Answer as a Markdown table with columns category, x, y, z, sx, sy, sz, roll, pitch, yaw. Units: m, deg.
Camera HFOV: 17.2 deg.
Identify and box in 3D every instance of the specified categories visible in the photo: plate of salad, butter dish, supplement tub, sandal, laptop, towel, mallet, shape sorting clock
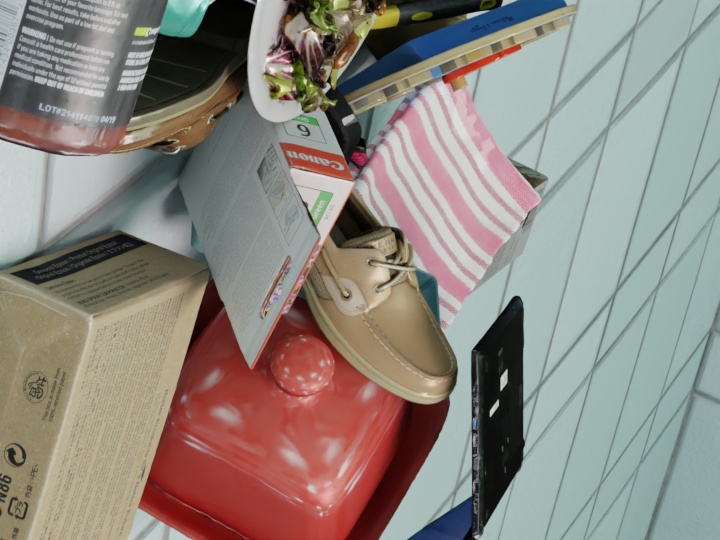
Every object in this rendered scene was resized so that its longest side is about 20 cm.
| category | x | y | z | sx | sy | sz | roll | pitch | yaw |
| --- | --- | --- | --- | --- | --- | --- | --- | --- | --- |
| plate of salad | -0.007 | -0.178 | 1.429 | 0.200 | 0.048 | 0.200 | -55 | 160 | -31 |
| butter dish | -0.050 | 0.090 | 1.608 | 0.200 | 0.200 | 0.148 | -58 | 175 | -28 |
| supplement tub | -0.142 | -0.165 | 1.189 | 0.107 | 0.107 | 0.200 | -18 | 129 | -68 |
| sandal | -0.019 | -0.096 | 1.629 | 0.045 | 0.075 | 0.200 | -36 | 176 | -15 |
| laptop | 0.051 | 0.130 | 1.644 | 0.177 | 0.103 | 0.200 | -43 | 134 | -73 |
| towel | 0.052 | -0.043 | 1.802 | 0.146 | 0.030 | 0.200 | 55 | 53 | -25 |
| mallet | 0.015 | -0.167 | 1.647 | 0.200 | 0.041 | 0.066 | -7 | 127 | -38 |
| shape sorting clock | 0.064 | -0.148 | 1.712 | 0.200 | 0.039 | 0.200 | -24 | 179 | -1 |

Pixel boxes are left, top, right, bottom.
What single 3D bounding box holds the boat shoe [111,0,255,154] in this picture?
| category | x | y | z | sx | sy | sz | roll | pitch | yaw |
| --- | --- | --- | --- | --- | --- | --- | --- | --- | --- |
| boat shoe | -0.112 | -0.101 | 1.422 | 0.200 | 0.072 | 0.068 | -41 | 149 | -55 |

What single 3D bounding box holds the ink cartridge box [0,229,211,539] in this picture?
| category | x | y | z | sx | sy | sz | roll | pitch | yaw |
| --- | --- | --- | --- | --- | --- | --- | --- | --- | --- |
| ink cartridge box | -0.181 | 0.088 | 1.457 | 0.165 | 0.075 | 0.200 | -26 | 136 | -67 |

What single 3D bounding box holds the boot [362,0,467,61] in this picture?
| category | x | y | z | sx | sy | sz | roll | pitch | yaw |
| --- | --- | --- | --- | --- | --- | --- | --- | --- | --- |
| boot | 0.044 | -0.230 | 1.757 | 0.175 | 0.066 | 0.200 | -56 | 164 | 8 |

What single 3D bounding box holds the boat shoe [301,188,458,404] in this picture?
| category | x | y | z | sx | sy | sz | roll | pitch | yaw |
| --- | --- | --- | --- | --- | --- | --- | --- | --- | --- |
| boat shoe | 0.000 | 0.000 | 1.572 | 0.071 | 0.200 | 0.065 | -31 | 167 | -50 |

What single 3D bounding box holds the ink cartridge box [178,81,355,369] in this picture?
| category | x | y | z | sx | sy | sz | roll | pitch | yaw |
| --- | --- | --- | --- | --- | --- | --- | --- | --- | --- |
| ink cartridge box | -0.053 | -0.037 | 1.487 | 0.109 | 0.050 | 0.200 | -61 | -148 | 29 |

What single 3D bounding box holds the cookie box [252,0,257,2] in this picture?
| category | x | y | z | sx | sy | sz | roll | pitch | yaw |
| --- | --- | --- | --- | --- | --- | --- | --- | --- | --- |
| cookie box | -0.005 | -0.261 | 1.530 | 0.200 | 0.075 | 0.171 | -29 | 140 | -64 |

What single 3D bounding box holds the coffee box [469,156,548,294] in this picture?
| category | x | y | z | sx | sy | sz | roll | pitch | yaw |
| --- | --- | --- | --- | --- | --- | --- | --- | --- | --- |
| coffee box | 0.062 | -0.042 | 1.962 | 0.200 | 0.114 | 0.080 | -33 | 146 | -60 |

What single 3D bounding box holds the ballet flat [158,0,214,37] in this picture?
| category | x | y | z | sx | sy | sz | roll | pitch | yaw |
| --- | --- | --- | --- | --- | --- | --- | --- | --- | --- |
| ballet flat | -0.073 | -0.219 | 1.377 | 0.067 | 0.070 | 0.200 | 7 | -116 | 60 |

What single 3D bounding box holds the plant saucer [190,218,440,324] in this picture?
| category | x | y | z | sx | sy | sz | roll | pitch | yaw |
| --- | --- | --- | --- | --- | --- | --- | --- | --- | --- |
| plant saucer | -0.031 | -0.004 | 1.619 | 0.019 | 0.200 | 0.070 | -47 | -149 | 36 |
